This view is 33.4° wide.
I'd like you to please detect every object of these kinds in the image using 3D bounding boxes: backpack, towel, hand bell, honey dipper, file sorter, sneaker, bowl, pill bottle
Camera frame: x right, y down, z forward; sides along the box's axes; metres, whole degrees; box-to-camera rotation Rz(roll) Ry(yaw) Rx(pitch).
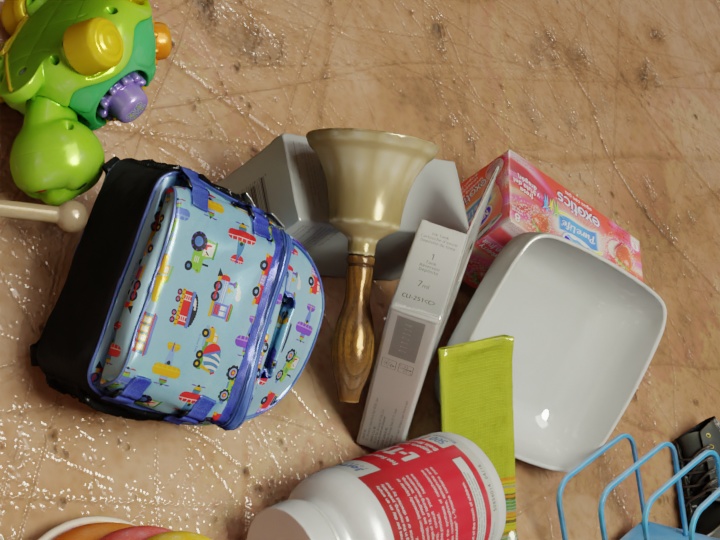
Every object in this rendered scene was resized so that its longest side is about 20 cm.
[{"bbox_3d":[-0.109,0.032,0.872,0.200,0.134,0.184,28,78,-40],"label":"backpack"},{"bbox_3d":[0.104,0.160,1.042,0.086,0.018,0.201,-9,101,-40],"label":"towel"},{"bbox_3d":[0.000,0.000,0.918,0.104,0.104,0.201,8,87,-40],"label":"hand bell"},{"bbox_3d":[-0.282,-0.048,0.801,0.199,0.038,0.038,5,65,-22],"label":"honey dipper"},{"bbox_3d":[0.294,0.236,1.075,0.138,0.199,0.123,-26,111,-39],"label":"file sorter"},{"bbox_3d":[0.360,0.234,1.268,0.107,0.075,0.200,57,32,3],"label":"sneaker"},{"bbox_3d":[0.169,0.073,1.123,0.199,0.075,0.201,27,92,-28],"label":"bowl"},{"bbox_3d":[0.013,0.200,0.931,0.199,0.112,0.113,-10,76,-45],"label":"pill bottle"}]

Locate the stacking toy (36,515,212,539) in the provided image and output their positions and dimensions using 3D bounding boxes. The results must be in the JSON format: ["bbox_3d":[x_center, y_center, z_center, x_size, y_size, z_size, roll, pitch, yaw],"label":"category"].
[{"bbox_3d":[-0.121,0.207,0.741,0.146,0.200,0.147,20,56,-33],"label":"stacking toy"}]

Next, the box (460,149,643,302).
[{"bbox_3d":[0.182,-0.016,1.203,0.199,0.102,0.095,31,45,-29],"label":"box"}]

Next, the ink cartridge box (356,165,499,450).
[{"bbox_3d":[0.054,0.031,1.001,0.044,0.201,0.177,19,51,5],"label":"ink cartridge box"}]

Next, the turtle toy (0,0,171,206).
[{"bbox_3d":[-0.213,-0.141,0.896,0.101,0.145,0.201,52,41,-39],"label":"turtle toy"}]

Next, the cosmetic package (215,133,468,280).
[{"bbox_3d":[-0.014,-0.049,1.038,0.199,0.113,0.082,3,67,-43],"label":"cosmetic package"}]
